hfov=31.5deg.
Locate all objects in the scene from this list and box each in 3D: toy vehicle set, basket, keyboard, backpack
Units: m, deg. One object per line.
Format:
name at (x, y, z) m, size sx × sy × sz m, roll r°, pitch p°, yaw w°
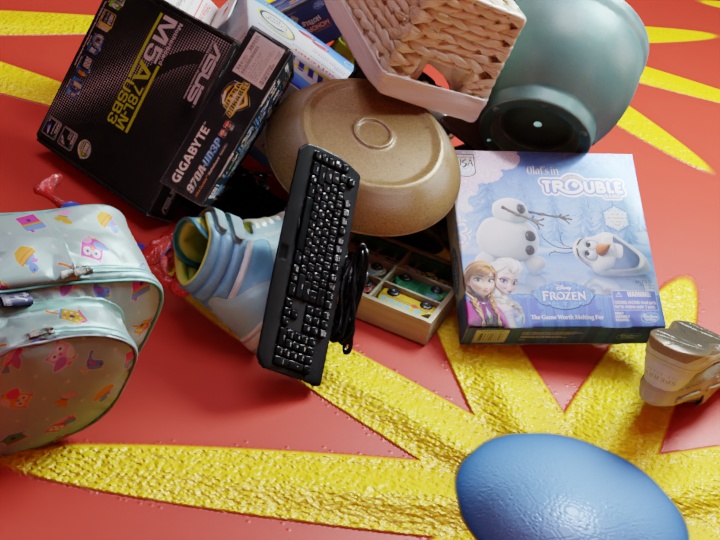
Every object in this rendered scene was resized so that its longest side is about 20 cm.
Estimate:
toy vehicle set at (0.000, 0.000, 1.279) m, size 0.199 × 0.027 × 0.124 m, roll 22°, pitch 32°, yaw 14°
basket at (0.064, -0.267, 1.291) m, size 0.135 × 0.124 × 0.201 m, roll 13°, pitch 35°, yaw -32°
keyboard at (-0.027, -0.003, 1.113) m, size 0.039 × 0.202 × 0.104 m, roll -1°, pitch -17°, yaw 43°
keyboard at (-0.144, -0.077, 1.347) m, size 0.104 × 0.040 × 0.200 m, roll -27°, pitch 40°, yaw -29°
backpack at (-0.249, 0.041, 0.976) m, size 0.199 × 0.176 × 0.153 m, roll -19°, pitch 60°, yaw -43°

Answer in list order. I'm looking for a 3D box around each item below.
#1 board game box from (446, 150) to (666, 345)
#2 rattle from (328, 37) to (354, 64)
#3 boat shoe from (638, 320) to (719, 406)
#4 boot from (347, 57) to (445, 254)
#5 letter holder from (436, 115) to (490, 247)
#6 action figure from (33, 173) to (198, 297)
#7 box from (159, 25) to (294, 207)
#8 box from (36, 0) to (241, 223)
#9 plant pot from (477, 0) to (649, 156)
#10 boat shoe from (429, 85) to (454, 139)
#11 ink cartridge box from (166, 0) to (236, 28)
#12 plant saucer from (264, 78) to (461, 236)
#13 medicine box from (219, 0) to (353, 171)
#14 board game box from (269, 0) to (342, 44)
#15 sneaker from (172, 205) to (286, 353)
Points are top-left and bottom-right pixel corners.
board game box at (0.188, -0.025, 1.268) m, size 0.198 × 0.043 × 0.200 m, roll 0°, pitch 61°, yaw -9°
rattle at (0.041, -0.215, 1.580) m, size 0.199 × 0.131 × 0.143 m, roll 21°, pitch -15°, yaw 47°
boat shoe at (0.313, 0.092, 1.212) m, size 0.072 × 0.065 × 0.199 m, roll 25°, pitch 14°, yaw 28°
boot at (0.043, -0.134, 1.335) m, size 0.200 × 0.069 × 0.175 m, roll 41°, pitch 61°, yaw -20°
letter holder at (0.149, -0.085, 1.405) m, size 0.141 × 0.101 × 0.200 m, roll -19°, pitch 43°, yaw -39°
action figure at (-0.213, -0.036, 1.217) m, size 0.199 × 0.066 × 0.099 m, roll 33°, pitch 45°, yaw 30°
box at (-0.120, -0.137, 1.193) m, size 0.046 × 0.160 × 0.200 m, roll 31°, pitch 1°, yaw -4°
box at (-0.227, -0.181, 1.330) m, size 0.193 × 0.201 × 0.047 m, roll 34°, pitch 8°, yaw 32°
plant pot at (0.194, -0.192, 1.341) m, size 0.199 × 0.201 × 0.135 m, roll 15°, pitch 60°, yaw 4°
boat shoe at (0.094, -0.186, 1.558) m, size 0.066 × 0.072 × 0.201 m, roll 23°, pitch 11°, yaw 4°
ink cartridge box at (-0.231, -0.266, 1.461) m, size 0.067 × 0.200 × 0.117 m, roll 43°, pitch 24°, yaw -19°
plant saucer at (0.008, -0.122, 1.229) m, size 0.198 × 0.036 × 0.201 m, roll 10°, pitch 51°, yaw -12°
medicine box at (-0.083, -0.195, 1.426) m, size 0.182 × 0.103 × 0.201 m, roll 32°, pitch 22°, yaw -24°
board game box at (-0.095, -0.325, 1.675) m, size 0.199 × 0.062 × 0.200 m, roll -21°, pitch 20°, yaw 23°
sneaker at (-0.099, -0.034, 1.169) m, size 0.130 × 0.079 × 0.201 m, roll 38°, pitch 42°, yaw -17°
